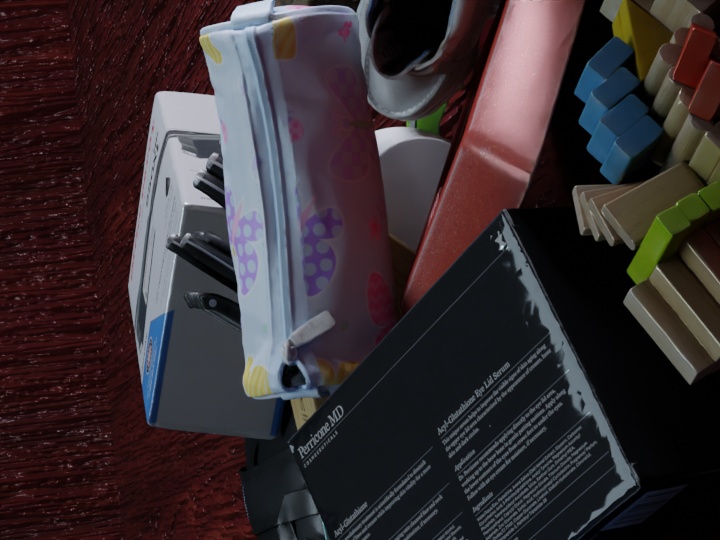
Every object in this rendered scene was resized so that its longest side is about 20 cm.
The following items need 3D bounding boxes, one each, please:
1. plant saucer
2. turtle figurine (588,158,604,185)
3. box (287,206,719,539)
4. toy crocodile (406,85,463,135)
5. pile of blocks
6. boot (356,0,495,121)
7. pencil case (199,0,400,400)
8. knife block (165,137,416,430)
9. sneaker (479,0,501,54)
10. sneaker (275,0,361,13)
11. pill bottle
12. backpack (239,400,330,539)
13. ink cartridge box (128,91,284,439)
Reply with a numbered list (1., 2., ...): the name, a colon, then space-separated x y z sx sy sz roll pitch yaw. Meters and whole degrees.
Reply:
1. plant saucer: 0.069 -0.076 1.072 0.200 0.036 0.201 107 -179 -59
2. turtle figurine: 0.098 0.039 1.073 0.201 0.064 0.161 -62 39 16
3. box: 0.066 0.084 1.004 0.200 0.078 0.142 -48 60 41
4. toy crocodile: 0.045 -0.170 1.277 0.068 0.061 0.201 -89 -1 -60
5. pile of blocks: 0.132 -0.056 0.913 0.062 0.081 0.201 109 153 -58
6. boot: 0.025 -0.127 1.111 0.096 0.073 0.201 -55 -8 -39
7. pencil case: -0.031 -0.034 1.098 0.083 0.090 0.202 -6 91 33
8. knife block: 0.000 0.000 1.184 0.064 0.199 0.177 -174 72 -76
9. sneaker: 0.062 -0.170 1.170 0.201 0.073 0.087 102 156 -50
10. sneaker: -0.015 -0.188 1.180 0.076 0.070 0.200 66 150 27
11. pill bottle: 0.015 -0.021 1.327 0.200 0.112 0.113 144 120 -74
12. backpack: 0.007 0.150 1.337 0.200 0.152 0.177 119 145 -79
13. ink cartridge box: -0.090 -0.008 1.341 0.200 0.084 0.146 -111 30 -65
